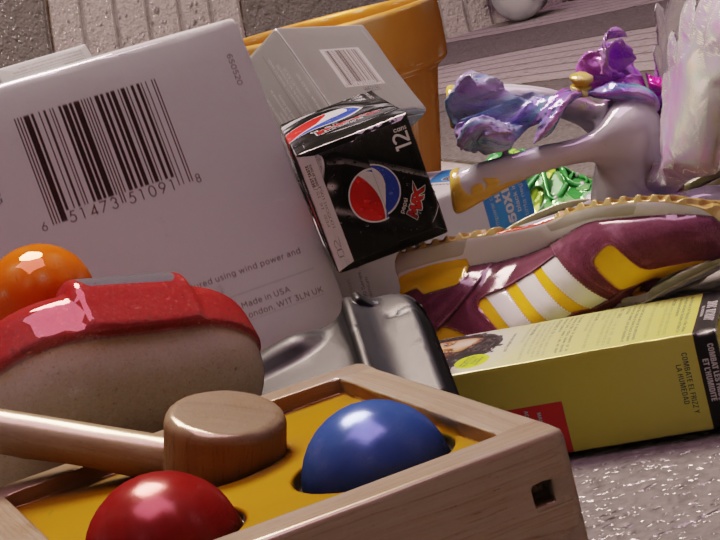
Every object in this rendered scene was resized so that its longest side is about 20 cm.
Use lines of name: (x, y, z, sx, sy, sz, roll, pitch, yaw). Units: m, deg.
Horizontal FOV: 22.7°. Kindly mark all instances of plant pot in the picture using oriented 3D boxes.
plant pot: (-0.010, -0.128, 1.563, 0.199, 0.184, 0.200, -14, 11, 3)

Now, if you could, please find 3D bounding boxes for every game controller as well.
game controller: (-0.005, 0.075, 0.767, 0.104, 0.042, 0.200, -34, 25, 8)

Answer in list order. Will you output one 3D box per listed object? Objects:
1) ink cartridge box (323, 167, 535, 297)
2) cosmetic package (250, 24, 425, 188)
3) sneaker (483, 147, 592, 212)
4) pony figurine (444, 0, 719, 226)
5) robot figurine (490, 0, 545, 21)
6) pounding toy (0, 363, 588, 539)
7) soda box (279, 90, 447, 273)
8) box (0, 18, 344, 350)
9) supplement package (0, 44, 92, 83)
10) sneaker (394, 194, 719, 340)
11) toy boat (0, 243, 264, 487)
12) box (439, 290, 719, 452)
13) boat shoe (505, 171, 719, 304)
ink cartridge box: (0.000, 0.000, 1.153, 0.199, 0.085, 0.144, -24, 13, -40)
cosmetic package: (-0.066, -0.074, 1.217, 0.200, 0.090, 0.107, -46, -18, 33)
sneaker: (0.121, -0.048, 1.243, 0.199, 0.084, 0.074, -10, 11, 20)
pony figurine: (0.148, -0.069, 0.975, 0.199, 0.194, 0.167, -6, 22, 9)
robot figurine: (0.319, -0.561, 3.585, 0.169, 0.114, 0.200, -5, 12, 13)
pounding toy: (-0.053, 0.092, 0.582, 0.183, 0.143, 0.200, -18, 11, -20)
soda box: (-0.002, -0.055, 1.006, 0.063, 0.071, 0.200, -21, 10, -2)
box: (-0.138, -0.005, 0.980, 0.198, 0.201, 0.131, -20, -4, -24)
supplement package: (-0.213, -0.042, 1.287, 0.109, 0.201, 0.114, -30, 0, 32)
sneaker: (0.108, 0.018, 0.906, 0.199, 0.091, 0.075, -13, -11, 39)
toy boat: (-0.133, 0.048, 0.798, 0.130, 0.131, 0.200, -4, -32, -30)
box: (0.078, 0.057, 0.845, 0.199, 0.050, 0.075, -11, 12, 16)
boat shoe: (0.168, -0.013, 1.060, 0.199, 0.075, 0.068, -15, -10, 7)
